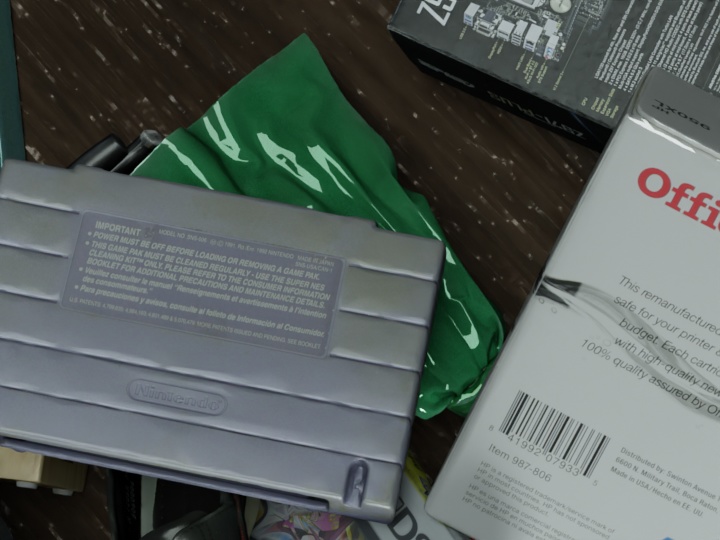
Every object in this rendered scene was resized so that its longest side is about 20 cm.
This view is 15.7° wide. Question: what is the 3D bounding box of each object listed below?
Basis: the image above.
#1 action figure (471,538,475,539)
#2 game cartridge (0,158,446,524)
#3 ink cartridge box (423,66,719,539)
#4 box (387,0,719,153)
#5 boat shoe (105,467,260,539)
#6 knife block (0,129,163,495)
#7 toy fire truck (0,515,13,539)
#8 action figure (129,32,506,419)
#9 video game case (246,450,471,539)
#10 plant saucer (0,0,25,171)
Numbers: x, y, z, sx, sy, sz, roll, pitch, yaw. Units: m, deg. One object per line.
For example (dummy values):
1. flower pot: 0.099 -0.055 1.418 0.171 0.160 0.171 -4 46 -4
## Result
1. action figure: 0.045 0.173 1.135 0.065 0.052 0.201 16 59 9
2. game cartridge: -0.070 0.027 1.122 0.199 0.038 0.130 11 65 4
3. ink cartridge box: 0.136 0.038 1.090 0.144 0.084 0.201 27 113 2
4. box: 0.131 -0.155 1.170 0.163 0.086 0.201 25 87 15
5. boat shoe: -0.076 0.133 1.130 0.073 0.063 0.202 -25 50 23
6. knife block: -0.171 0.012 1.226 0.199 0.064 0.177 5 82 14
7. toy fire truck: -0.210 0.191 1.172 0.128 0.200 0.176 -34 63 -25
8. action figure: 0.000 0.000 1.185 0.118 0.055 0.200 -41 82 -20
9. video game case: -0.041 0.162 1.141 0.200 0.025 0.181 -44 43 6
10. plant saucer: -0.207 -0.129 1.281 0.070 0.019 0.201 -9 80 12
